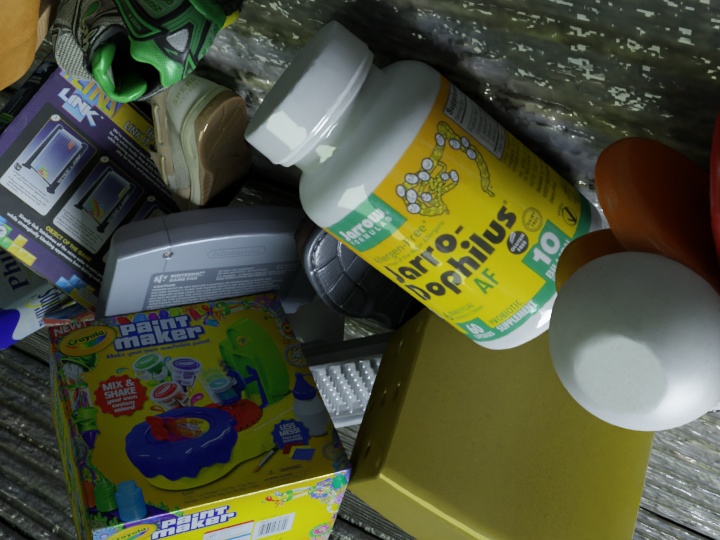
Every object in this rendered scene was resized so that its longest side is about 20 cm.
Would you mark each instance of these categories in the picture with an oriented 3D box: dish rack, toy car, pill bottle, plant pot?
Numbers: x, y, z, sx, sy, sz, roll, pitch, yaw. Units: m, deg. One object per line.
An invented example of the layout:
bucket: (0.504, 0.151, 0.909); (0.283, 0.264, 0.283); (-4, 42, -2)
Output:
dish rack: (0.026, 0.101, 0.920); (0.200, 0.044, 0.172); (-12, 151, 7)
toy car: (0.193, -0.003, 0.418); (0.200, 0.175, 0.150); (22, 123, 22)
pill bottle: (0.036, -0.051, 0.543); (0.200, 0.113, 0.113); (37, 159, -17)
plant pot: (0.098, 0.129, 0.721); (0.176, 0.200, 0.200); (21, 161, -7)

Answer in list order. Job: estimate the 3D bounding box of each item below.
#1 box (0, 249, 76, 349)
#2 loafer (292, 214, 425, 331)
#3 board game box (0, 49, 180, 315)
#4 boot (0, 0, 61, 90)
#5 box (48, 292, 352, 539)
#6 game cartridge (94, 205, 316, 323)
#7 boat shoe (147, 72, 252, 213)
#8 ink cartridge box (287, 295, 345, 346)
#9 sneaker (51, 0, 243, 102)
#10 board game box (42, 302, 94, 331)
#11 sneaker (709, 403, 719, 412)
box: (-0.324, -0.021, 0.970); (0.105, 0.200, 0.184); (57, 160, 4)
loafer: (0.000, 0.000, 0.757); (0.063, 0.072, 0.200); (39, -177, 37)
board game box: (-0.236, -0.066, 0.808); (0.200, 0.165, 0.057); (44, 164, -34)
boot: (-0.251, -0.176, 0.584); (0.071, 0.144, 0.201); (25, 155, 4)
box: (-0.141, 0.140, 0.768); (0.122, 0.200, 0.193); (106, 146, -44)
game cartridge: (-0.120, -0.002, 0.793); (0.200, 0.041, 0.133); (-5, 150, -28)
boat shoe: (-0.134, -0.096, 0.746); (0.065, 0.072, 0.200); (37, 159, 7)
ink cartridge box: (-0.126, 0.058, 1.010); (0.145, 0.085, 0.200); (9, 173, -31)
sneaker: (-0.163, -0.154, 0.614); (0.078, 0.085, 0.200); (42, 158, -30)
board game box: (-0.229, 0.016, 0.981); (0.103, 0.200, 0.019); (-5, 110, 57)
sneaker: (0.257, 0.056, 0.586); (0.200, 0.076, 0.115); (8, 168, 38)
